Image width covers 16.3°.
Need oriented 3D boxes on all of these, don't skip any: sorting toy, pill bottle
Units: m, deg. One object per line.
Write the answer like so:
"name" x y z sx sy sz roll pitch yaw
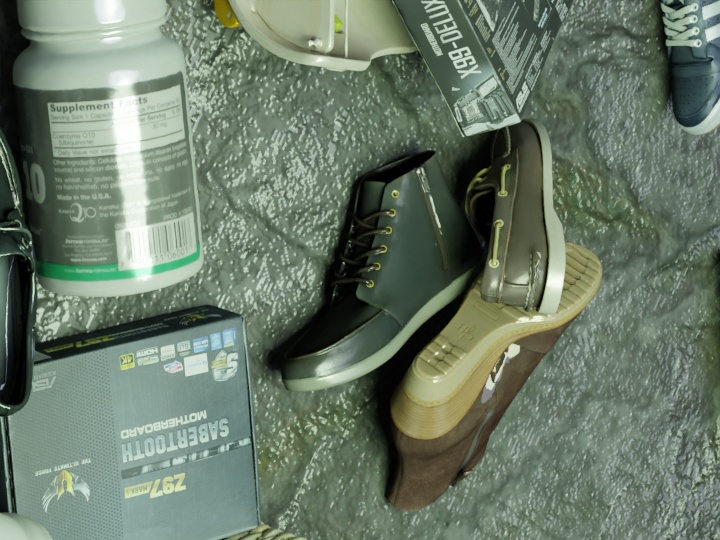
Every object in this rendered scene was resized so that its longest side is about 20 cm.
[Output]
"sorting toy" -0.006 -0.229 1.754 0.179 0.106 0.202 6 84 -48
"pill bottle" -0.167 -0.093 1.642 0.112 0.113 0.202 -13 105 -32

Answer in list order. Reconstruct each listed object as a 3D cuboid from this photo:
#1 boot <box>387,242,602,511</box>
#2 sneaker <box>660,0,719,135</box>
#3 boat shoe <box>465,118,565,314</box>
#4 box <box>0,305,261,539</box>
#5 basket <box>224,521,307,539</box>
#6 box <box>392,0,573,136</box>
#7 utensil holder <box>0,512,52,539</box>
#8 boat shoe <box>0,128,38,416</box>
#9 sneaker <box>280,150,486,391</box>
"boot" 0.095 0.078 1.875 0.199 0.072 0.167 -35 152 -28
"sneaker" 0.253 -0.214 1.947 0.108 0.070 0.202 18 81 -40
"boat shoe" 0.109 -0.045 1.828 0.059 0.201 0.072 4 131 -7
"box" -0.166 0.121 1.728 0.199 0.051 0.159 -12 106 -33
"basket" -0.080 0.298 1.735 0.199 0.198 0.162 -27 109 -27
"box" 0.087 -0.218 1.786 0.158 0.049 0.201 59 35 -28
"utensil holder" -0.316 0.206 1.572 0.199 0.170 0.171 26 84 -32
"boat shoe" -0.231 -0.003 1.549 0.074 0.066 0.201 -2 99 -36
"sneaker" 0.000 0.000 1.816 0.200 0.074 0.107 -39 115 -34
